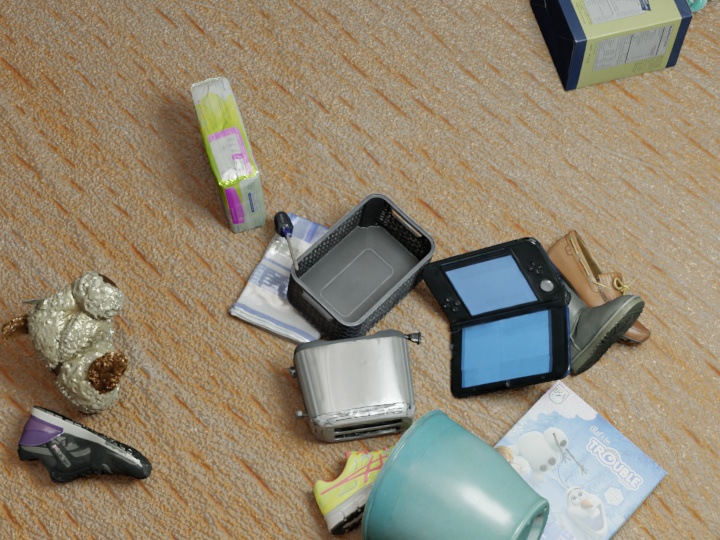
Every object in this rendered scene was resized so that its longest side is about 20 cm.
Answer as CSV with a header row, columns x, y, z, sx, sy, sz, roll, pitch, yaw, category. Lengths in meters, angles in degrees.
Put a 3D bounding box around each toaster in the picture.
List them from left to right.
x,y,z,sx,sy,sz,roll,pitch,yaw,category
0.002,0.165,1.650,0.199,0.114,0.130,-8,67,-5,toaster

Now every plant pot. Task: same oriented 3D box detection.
x,y,z,sx,sy,sz,roll,pitch,yaw,category
0.135,0.313,1.505,0.188,0.200,0.200,27,67,25,plant pot

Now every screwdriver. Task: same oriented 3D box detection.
x,y,z,sx,sy,sz,roll,pitch,yaw,category
-0.102,-0.042,1.717,0.029,0.028,0.200,10,22,-20,screwdriver

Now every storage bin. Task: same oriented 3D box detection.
x,y,z,sx,sy,sz,roll,pitch,yaw,category
0.000,0.000,1.727,0.135,0.094,0.200,42,66,12,storage bin

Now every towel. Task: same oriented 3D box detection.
x,y,z,sx,sy,sz,roll,pitch,yaw,category
-0.093,0.013,1.776,0.147,0.024,0.200,24,66,12,towel

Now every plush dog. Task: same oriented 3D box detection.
x,y,z,sx,sy,sz,roll,pitch,yaw,category
-0.397,0.121,1.633,0.160,0.200,0.172,-24,77,-26,plush dog

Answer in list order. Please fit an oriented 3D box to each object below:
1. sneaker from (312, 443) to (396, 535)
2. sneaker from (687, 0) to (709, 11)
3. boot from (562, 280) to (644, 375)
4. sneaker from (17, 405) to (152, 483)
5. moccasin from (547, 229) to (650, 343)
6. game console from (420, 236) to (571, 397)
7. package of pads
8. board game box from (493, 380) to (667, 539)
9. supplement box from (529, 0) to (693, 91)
x,y,z,sx,sy,sz,roll,pitch,yaw,category
0.020,0.276,1.613,0.200,0.078,0.090,-32,60,-16,sneaker
0.552,-0.533,2.018,0.091,0.078,0.200,-24,68,-27,sneaker
0.296,0.032,1.686,0.072,0.182,0.200,-10,58,-43,boot
-0.391,0.269,1.640,0.199,0.076,0.088,21,80,15,sneaker
0.364,0.024,1.727,0.078,0.074,0.202,-47,58,21,moccasin
0.188,0.068,1.642,0.200,0.171,0.118,-16,30,35,game console
-0.206,-0.181,1.802,0.068,0.155,0.200,-17,64,-7,package of pads
0.286,0.289,1.617,0.200,0.043,0.199,41,70,19,board game box
0.411,-0.434,1.925,0.199,0.134,0.201,-13,64,-5,supplement box
